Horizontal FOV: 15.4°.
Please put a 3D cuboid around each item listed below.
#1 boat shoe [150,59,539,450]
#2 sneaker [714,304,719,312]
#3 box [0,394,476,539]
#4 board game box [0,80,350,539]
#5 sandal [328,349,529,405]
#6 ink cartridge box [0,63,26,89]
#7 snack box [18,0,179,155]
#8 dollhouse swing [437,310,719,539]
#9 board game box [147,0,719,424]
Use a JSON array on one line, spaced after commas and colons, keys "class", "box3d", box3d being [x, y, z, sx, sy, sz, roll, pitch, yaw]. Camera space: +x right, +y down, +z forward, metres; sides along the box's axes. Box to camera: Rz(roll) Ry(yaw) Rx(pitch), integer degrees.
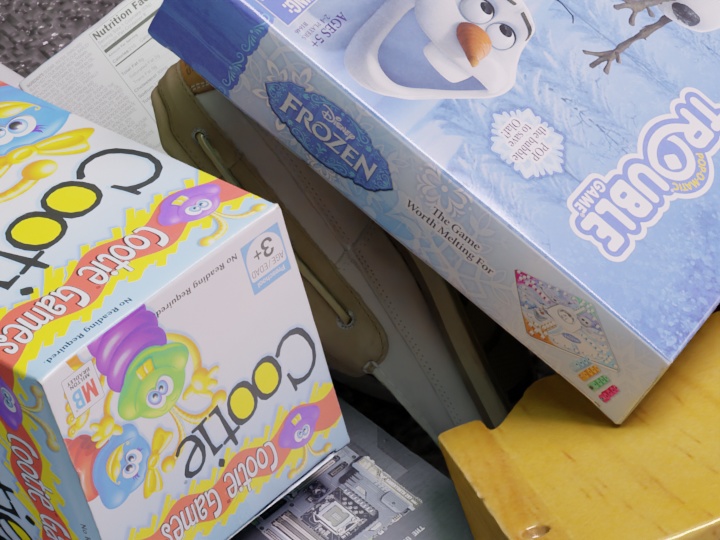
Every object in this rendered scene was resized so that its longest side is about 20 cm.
[{"class": "boat shoe", "box3d": [0.000, 0.000, 0.938, 0.068, 0.200, 0.075, -28, 9, 15]}, {"class": "sneaker", "box3d": [0.178, -0.013, 0.979, 0.120, 0.084, 0.200, 6, 49, -1]}, {"class": "box", "box3d": [-0.066, 0.119, 0.902, 0.200, 0.051, 0.158, -38, 54, -26]}, {"class": "board game box", "box3d": [-0.116, 0.014, 0.902, 0.105, 0.103, 0.200, -38, 41, -28]}, {"class": "sandal", "box3d": [-0.012, -0.021, 1.026, 0.082, 0.050, 0.203, -30, 53, -18]}, {"class": "ink cartridge box", "box3d": [-0.240, -0.050, 1.056, 0.200, 0.083, 0.147, 32, 58, 32]}, {"class": "snack box", "box3d": [-0.015, -0.084, 0.996, 0.200, 0.037, 0.116, -38, 74, 1]}, {"class": "dollhouse swing", "box3d": [0.160, 0.119, 0.846, 0.200, 0.176, 0.182, -21, 20, -6]}, {"class": "board game box", "box3d": [0.064, -0.077, 0.900, 0.199, 0.043, 0.200, 40, 48, 4]}]
